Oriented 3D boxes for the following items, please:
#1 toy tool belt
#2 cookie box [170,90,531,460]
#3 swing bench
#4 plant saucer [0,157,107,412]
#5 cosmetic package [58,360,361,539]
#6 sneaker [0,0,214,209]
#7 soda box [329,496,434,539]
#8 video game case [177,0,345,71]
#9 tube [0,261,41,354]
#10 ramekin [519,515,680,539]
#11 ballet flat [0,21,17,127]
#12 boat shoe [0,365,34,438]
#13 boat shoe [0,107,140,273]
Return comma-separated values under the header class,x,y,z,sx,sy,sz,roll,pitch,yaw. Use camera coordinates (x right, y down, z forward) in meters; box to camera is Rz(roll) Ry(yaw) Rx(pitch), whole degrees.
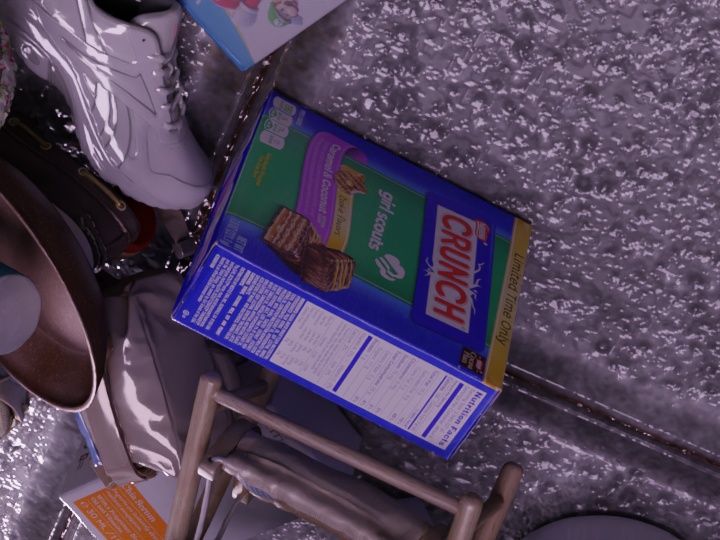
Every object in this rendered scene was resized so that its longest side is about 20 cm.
class,x,y,z,sx,sy,sz,roll,pitch,yaw
toy tool belt,-0.172,0.050,1.330,0.122,0.125,0.202,-15,97,39
cookie box,0.000,0.000,1.234,0.199,0.172,0.075,27,129,-9
swing bench,-0.028,0.187,1.257,0.198,0.130,0.202,23,101,16
plant saucer,-0.219,-0.004,1.223,0.200,0.037,0.201,37,146,29
cosmetic package,-0.110,0.145,1.420,0.199,0.071,0.102,-26,116,26
sneaker,-0.144,-0.126,1.233,0.099,0.078,0.200,-26,117,23
soda box,0.044,0.258,1.389,0.068,0.201,0.064,-3,132,-28
video game case,-0.044,-0.225,1.176,0.199,0.018,0.143,-31,115,29
tube,-0.277,-0.004,1.217,0.199,0.050,0.078,23,118,42
ramekin,0.180,0.277,1.439,0.198,0.098,0.202,6,125,8
ballet flat,-0.244,-0.139,1.187,0.075,0.201,0.064,-33,144,11
boat shoe,-0.264,0.091,1.338,0.072,0.200,0.065,-46,76,21
boat shoe,-0.227,-0.070,1.268,0.200,0.059,0.072,40,144,24
